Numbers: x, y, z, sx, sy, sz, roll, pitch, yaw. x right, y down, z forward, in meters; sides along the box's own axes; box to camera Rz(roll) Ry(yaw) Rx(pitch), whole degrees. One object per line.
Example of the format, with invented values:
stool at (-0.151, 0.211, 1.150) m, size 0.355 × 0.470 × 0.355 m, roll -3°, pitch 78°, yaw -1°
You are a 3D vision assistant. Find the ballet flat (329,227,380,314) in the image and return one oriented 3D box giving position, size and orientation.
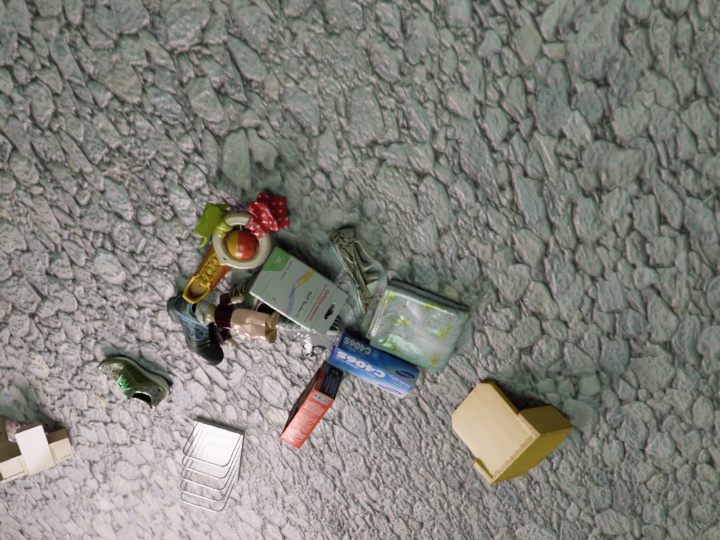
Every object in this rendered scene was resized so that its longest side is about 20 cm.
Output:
ballet flat at (0.000, 0.000, 1.571) m, size 0.074 × 0.068 × 0.203 m, roll -19°, pitch 115°, yaw 6°

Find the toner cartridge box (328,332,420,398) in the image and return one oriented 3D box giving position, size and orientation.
toner cartridge box at (0.029, 0.220, 1.694) m, size 0.197 × 0.044 × 0.095 m, roll 26°, pitch 149°, yaw -3°

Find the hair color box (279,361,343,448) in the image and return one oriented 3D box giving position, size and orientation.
hair color box at (-0.118, 0.326, 1.784) m, size 0.060 × 0.102 × 0.201 m, roll 29°, pitch 124°, yaw -7°

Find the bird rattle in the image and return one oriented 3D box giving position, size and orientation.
bird rattle at (-0.244, -0.083, 1.553) m, size 0.195 × 0.113 × 0.166 m, roll -4°, pitch 121°, yaw -3°

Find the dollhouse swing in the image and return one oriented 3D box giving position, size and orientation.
dollhouse swing at (0.347, 0.363, 1.734) m, size 0.179 × 0.177 × 0.202 m, roll 0°, pitch 136°, yaw -38°

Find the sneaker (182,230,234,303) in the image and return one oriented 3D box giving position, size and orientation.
sneaker at (-0.322, -0.003, 1.632) m, size 0.072 × 0.077 × 0.201 m, roll 33°, pitch 115°, yaw -8°

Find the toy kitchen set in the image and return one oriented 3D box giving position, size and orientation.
toy kitchen set at (-0.940, 0.448, 2.083) m, size 0.196 × 0.181 × 0.166 m, roll -17°, pitch 131°, yaw -23°

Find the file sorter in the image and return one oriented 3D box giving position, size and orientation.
file sorter at (-0.401, 0.524, 1.967) m, size 0.136 × 0.125 × 0.203 m, roll 15°, pitch 125°, yaw 4°

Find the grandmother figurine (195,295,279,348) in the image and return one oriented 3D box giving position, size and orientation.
grandmother figurine at (-0.279, 0.111, 1.636) m, size 0.196 × 0.060 × 0.124 m, roll 14°, pitch 96°, yaw 17°

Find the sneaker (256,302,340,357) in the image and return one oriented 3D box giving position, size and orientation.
sneaker at (-0.147, 0.147, 1.692) m, size 0.195 × 0.076 × 0.117 m, roll 13°, pitch 127°, yaw 4°

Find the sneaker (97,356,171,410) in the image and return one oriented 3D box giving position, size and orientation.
sneaker at (-0.583, 0.290, 1.881) m, size 0.196 × 0.089 × 0.078 m, roll 25°, pitch 125°, yaw -3°

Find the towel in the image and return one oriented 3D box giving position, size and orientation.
towel at (0.122, 0.123, 1.626) m, size 0.196 × 0.049 × 0.174 m, roll 20°, pitch 126°, yaw 0°

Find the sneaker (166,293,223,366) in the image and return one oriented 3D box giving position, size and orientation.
sneaker at (-0.375, 0.141, 1.743) m, size 0.081 × 0.074 × 0.202 m, roll -20°, pitch 116°, yaw 24°

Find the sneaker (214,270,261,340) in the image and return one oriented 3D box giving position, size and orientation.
sneaker at (-0.278, 0.073, 1.677) m, size 0.088 × 0.068 × 0.202 m, roll 20°, pitch 128°, yaw -6°

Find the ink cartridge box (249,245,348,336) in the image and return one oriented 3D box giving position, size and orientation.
ink cartridge box at (-0.129, 0.049, 1.595) m, size 0.198 × 0.067 × 0.119 m, roll 32°, pitch 87°, yaw -9°
